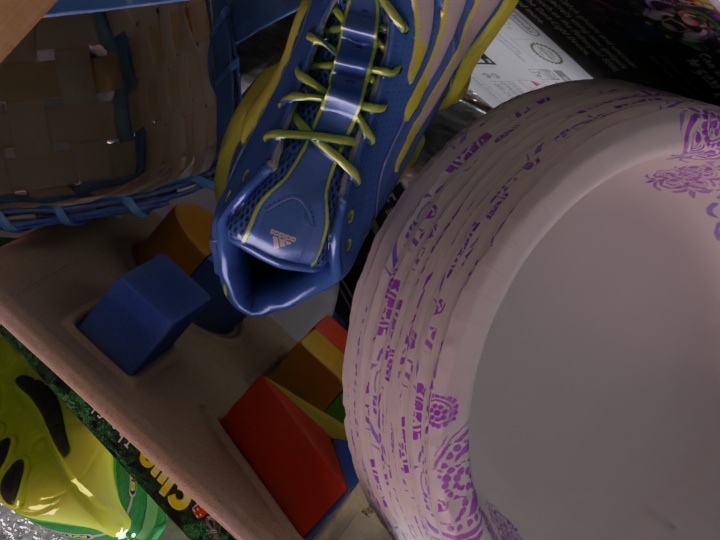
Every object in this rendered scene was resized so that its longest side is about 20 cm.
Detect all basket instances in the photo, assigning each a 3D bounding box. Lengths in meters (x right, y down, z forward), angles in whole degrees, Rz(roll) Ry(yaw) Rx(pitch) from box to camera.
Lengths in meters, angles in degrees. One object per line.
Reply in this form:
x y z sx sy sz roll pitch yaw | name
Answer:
-0.123 -0.086 0.878 0.175 0.140 0.200 -8 179 -29 | basket

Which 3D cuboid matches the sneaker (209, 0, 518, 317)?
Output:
0.002 -0.056 0.793 0.075 0.105 0.200 20 134 -10 | sneaker

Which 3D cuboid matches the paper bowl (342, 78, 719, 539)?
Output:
0.081 0.029 0.849 0.200 0.201 0.104 32 175 -38 | paper bowl

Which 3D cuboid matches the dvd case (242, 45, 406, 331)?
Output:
0.000 0.000 1.064 0.201 0.025 0.150 62 160 2 | dvd case

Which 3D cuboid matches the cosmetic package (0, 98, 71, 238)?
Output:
-0.254 -0.048 1.046 0.200 0.199 0.123 47 162 -6 | cosmetic package

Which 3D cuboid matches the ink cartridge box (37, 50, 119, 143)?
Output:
-0.197 -0.085 1.272 0.175 0.045 0.200 20 166 4 | ink cartridge box

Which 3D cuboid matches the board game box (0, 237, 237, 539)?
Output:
-0.072 0.057 0.908 0.200 0.024 0.105 44 -160 23 | board game box

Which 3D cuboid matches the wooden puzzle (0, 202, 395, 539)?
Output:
-0.049 0.036 0.895 0.200 0.046 0.185 38 -163 3 | wooden puzzle

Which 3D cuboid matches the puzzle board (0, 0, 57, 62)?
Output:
-0.130 -0.135 0.692 0.151 0.200 0.017 38 -174 -48 | puzzle board

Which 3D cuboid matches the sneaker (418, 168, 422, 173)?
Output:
0.071 0.027 1.135 0.106 0.075 0.200 10 152 3 | sneaker

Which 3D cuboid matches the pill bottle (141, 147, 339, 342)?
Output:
-0.091 0.012 1.098 0.115 0.116 0.200 25 165 -13 | pill bottle

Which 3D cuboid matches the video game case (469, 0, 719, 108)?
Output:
0.116 -0.071 0.885 0.181 0.023 0.200 8 160 46 | video game case

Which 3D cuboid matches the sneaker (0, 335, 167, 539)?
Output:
-0.133 0.065 0.978 0.084 0.074 0.200 48 -176 -29 | sneaker

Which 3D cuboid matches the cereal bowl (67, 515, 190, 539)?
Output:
-0.032 0.112 1.051 0.199 0.084 0.200 10 170 2 | cereal bowl
